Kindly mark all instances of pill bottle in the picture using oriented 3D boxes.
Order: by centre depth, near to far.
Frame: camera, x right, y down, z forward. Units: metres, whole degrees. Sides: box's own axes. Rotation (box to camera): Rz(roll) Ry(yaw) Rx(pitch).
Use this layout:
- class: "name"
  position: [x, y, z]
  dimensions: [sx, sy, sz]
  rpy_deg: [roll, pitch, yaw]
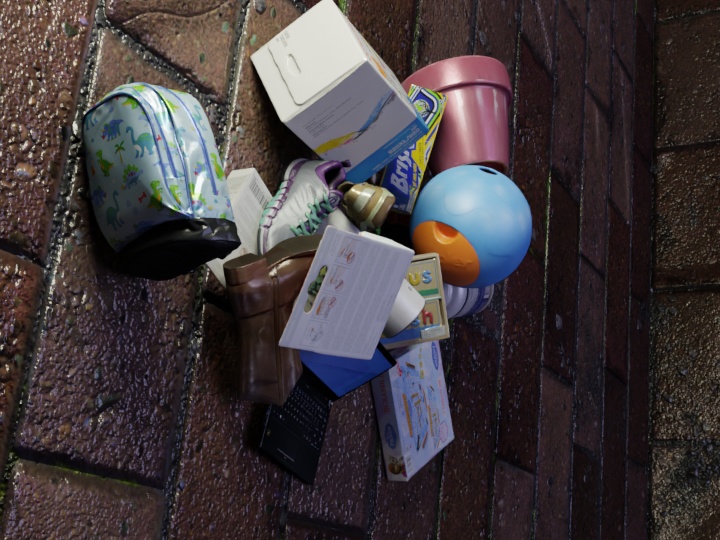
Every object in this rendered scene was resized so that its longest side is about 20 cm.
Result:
- class: "pill bottle"
  position: [0.151, 0.032, 1.802]
  dimensions: [0.200, 0.111, 0.112]
  rpy_deg: [-3, 89, -60]

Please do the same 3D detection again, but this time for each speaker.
- class: "speaker"
  position: [0.000, 0.000, 1.465]
  dimensions: [0.200, 0.081, 0.081]
  rpy_deg: [46, 41, -10]

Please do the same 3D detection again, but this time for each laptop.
- class: "laptop"
  position: [-0.041, 0.185, 1.425]
  dimensions: [0.177, 0.103, 0.201]
  rpy_deg: [52, 46, -54]

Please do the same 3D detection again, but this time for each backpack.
- class: "backpack"
  position: [-0.225, -0.107, 1.117]
  dimensions: [0.153, 0.163, 0.201]
  rpy_deg: [16, 65, -44]

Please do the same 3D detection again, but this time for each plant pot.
- class: "plant pot"
  position: [0.176, -0.244, 1.756]
  dimensions: [0.200, 0.199, 0.180]
  rpy_deg: [18, 56, -59]

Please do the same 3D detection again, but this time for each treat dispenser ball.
- class: "treat dispenser ball"
  position: [0.180, -0.071, 1.659]
  dimensions: [0.201, 0.200, 0.202]
  rpy_deg: [13, 75, -59]

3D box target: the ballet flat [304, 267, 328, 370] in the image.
- class: "ballet flat"
  position: [-0.058, 0.076, 1.411]
  dimensions: [0.200, 0.074, 0.074]
  rpy_deg: [93, 15, -49]

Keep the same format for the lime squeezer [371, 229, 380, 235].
- class: "lime squeezer"
  position: [-0.006, -0.059, 1.625]
  dimensions: [0.071, 0.038, 0.200]
  rpy_deg: [-56, 144, -3]

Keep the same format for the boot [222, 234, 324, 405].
- class: "boot"
  position: [-0.084, 0.065, 1.303]
  dimensions: [0.186, 0.064, 0.201]
  rpy_deg: [-16, 112, -24]

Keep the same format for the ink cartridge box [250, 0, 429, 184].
- class: "ink cartridge box"
  position: [-0.028, -0.248, 1.435]
  dimensions: [0.200, 0.144, 0.147]
  rpy_deg: [38, 21, -53]

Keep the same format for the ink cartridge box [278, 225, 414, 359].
- class: "ink cartridge box"
  position: [-0.026, 0.026, 1.288]
  dimensions: [0.200, 0.047, 0.161]
  rpy_deg: [15, 100, -54]

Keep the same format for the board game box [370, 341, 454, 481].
- class: "board game box"
  position: [0.090, 0.229, 1.738]
  dimensions: [0.199, 0.041, 0.201]
  rpy_deg: [-23, 106, -59]

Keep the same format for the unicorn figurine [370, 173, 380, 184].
- class: "unicorn figurine"
  position: [0.011, -0.233, 1.618]
  dimensions: [0.138, 0.074, 0.201]
  rpy_deg: [77, 7, -55]

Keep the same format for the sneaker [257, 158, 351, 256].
- class: "sneaker"
  position: [-0.073, -0.078, 1.355]
  dimensions: [0.074, 0.087, 0.201]
  rpy_deg: [54, 40, -43]

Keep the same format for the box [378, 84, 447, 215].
- class: "box"
  position: [0.080, -0.193, 1.644]
  dimensions: [0.070, 0.064, 0.201]
  rpy_deg: [-122, -131, -88]

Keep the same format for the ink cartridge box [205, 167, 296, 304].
- class: "ink cartridge box"
  position: [-0.142, -0.005, 1.353]
  dimensions: [0.200, 0.045, 0.177]
  rpy_deg: [60, 38, -37]

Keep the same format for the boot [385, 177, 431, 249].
- class: "boot"
  position: [0.108, -0.089, 1.787]
  dimensions: [0.200, 0.072, 0.145]
  rpy_deg: [7, 81, -52]

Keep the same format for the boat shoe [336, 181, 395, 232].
- class: "boat shoe"
  position: [0.001, -0.100, 1.448]
  dimensions: [0.072, 0.076, 0.200]
  rpy_deg: [-60, -175, -5]

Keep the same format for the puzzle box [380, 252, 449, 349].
- class: "puzzle box"
  position: [0.031, 0.053, 1.530]
  dimensions: [0.025, 0.199, 0.134]
  rpy_deg: [-159, -120, -77]
